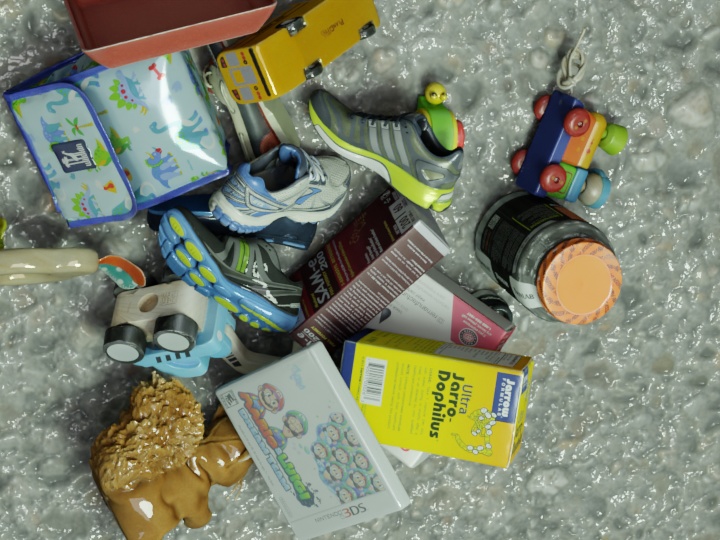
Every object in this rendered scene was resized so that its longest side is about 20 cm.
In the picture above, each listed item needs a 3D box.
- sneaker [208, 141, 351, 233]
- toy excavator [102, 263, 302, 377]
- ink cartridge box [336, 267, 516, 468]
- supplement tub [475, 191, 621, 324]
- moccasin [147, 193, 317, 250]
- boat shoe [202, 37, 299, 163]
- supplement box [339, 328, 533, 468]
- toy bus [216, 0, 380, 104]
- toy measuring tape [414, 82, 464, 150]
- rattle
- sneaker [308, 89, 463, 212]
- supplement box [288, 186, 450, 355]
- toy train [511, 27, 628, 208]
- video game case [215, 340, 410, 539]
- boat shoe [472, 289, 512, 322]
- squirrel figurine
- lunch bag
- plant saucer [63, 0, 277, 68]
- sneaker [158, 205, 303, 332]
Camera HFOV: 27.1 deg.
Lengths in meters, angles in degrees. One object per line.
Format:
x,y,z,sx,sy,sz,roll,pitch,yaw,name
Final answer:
-0.072,-0.100,1.646,0.200,0.077,0.085,-22,153,-47,sneaker
-0.168,0.080,1.704,0.194,0.100,0.200,-11,143,20,toy excavator
0.065,0.109,1.753,0.145,0.084,0.200,35,101,10,ink cartridge box
0.219,-0.013,1.734,0.122,0.200,0.123,-4,107,-14,supplement tub
-0.142,-0.045,1.690,0.199,0.080,0.068,1,110,-15,moccasin
-0.139,-0.205,1.650,0.062,0.071,0.200,-21,117,19,boat shoe
0.082,0.139,1.651,0.199,0.109,0.110,9,97,12,supplement box
-0.062,-0.252,1.620,0.200,0.078,0.065,-43,119,-43,toy bus
0.082,-0.118,1.735,0.073,0.074,0.201,0,106,-16,toy measuring tape
-0.337,-0.046,1.625,0.199,0.130,0.143,-7,67,4,rattle
0.032,-0.152,1.677,0.200,0.074,0.081,33,117,4,sneaker
0.000,0.000,1.704,0.200,0.109,0.061,-42,120,11,supplement box
0.271,-0.174,1.769,0.115,0.085,0.200,17,101,-30,toy train
-0.056,0.191,1.637,0.024,0.182,0.200,-32,93,-45,video game case
0.109,0.112,1.816,0.076,0.060,0.200,32,95,-22,boat shoe
-0.208,0.216,1.706,0.186,0.142,0.200,-27,132,-14,squirrel figurine
-0.260,-0.154,1.607,0.199,0.128,0.170,-21,113,4,lunch bag
-0.201,-0.272,1.546,0.199,0.200,0.037,-16,123,-10,plant saucer
-0.141,-0.009,1.638,0.199,0.071,0.083,38,58,-29,sneaker
